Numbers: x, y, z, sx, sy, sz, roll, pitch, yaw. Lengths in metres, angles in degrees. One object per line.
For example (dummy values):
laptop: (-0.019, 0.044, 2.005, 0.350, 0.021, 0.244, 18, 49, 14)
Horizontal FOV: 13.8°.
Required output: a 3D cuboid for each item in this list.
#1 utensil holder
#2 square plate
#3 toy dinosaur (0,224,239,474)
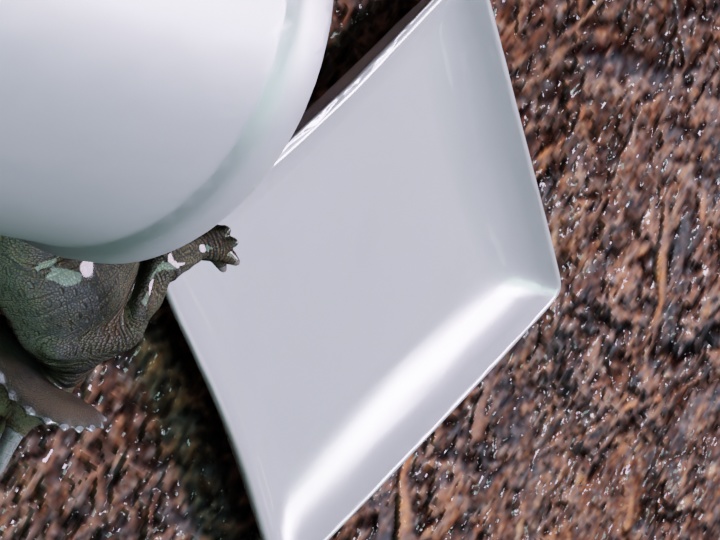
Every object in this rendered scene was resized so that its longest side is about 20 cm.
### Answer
utensil holder: (-0.135, -0.099, 0.912, 0.200, 0.170, 0.170, 12, 101, -50)
square plate: (0.000, 0.000, 1.250, 0.198, 0.028, 0.200, -45, 140, -26)
toy dinosaur: (-0.105, -0.015, 1.071, 0.102, 0.077, 0.200, -42, 141, -39)
